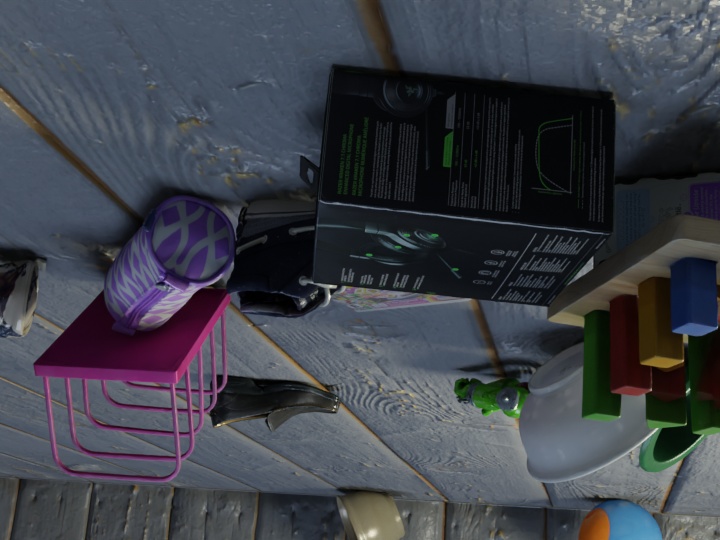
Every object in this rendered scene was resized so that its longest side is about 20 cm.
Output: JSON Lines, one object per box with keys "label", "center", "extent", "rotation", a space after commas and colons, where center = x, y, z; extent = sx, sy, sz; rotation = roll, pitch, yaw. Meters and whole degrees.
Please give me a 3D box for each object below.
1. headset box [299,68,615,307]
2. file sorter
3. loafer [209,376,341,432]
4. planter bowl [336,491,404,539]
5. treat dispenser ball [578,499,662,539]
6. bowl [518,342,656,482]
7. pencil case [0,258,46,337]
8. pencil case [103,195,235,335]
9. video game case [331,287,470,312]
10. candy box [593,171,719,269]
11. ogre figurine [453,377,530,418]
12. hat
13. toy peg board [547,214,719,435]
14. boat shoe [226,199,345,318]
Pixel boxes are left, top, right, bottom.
{"label": "headset box", "center": [0.055, -0.049, 0.739], "extent": [0.197, 0.094, 0.174], "rotation": [5, 162, -1]}
{"label": "file sorter", "center": [-0.220, 0.110, 1.090], "extent": [0.137, 0.127, 0.200], "rotation": [2, -159, 7]}
{"label": "loafer", "center": [-0.128, 0.206, 1.601], "extent": [0.197, 0.073, 0.073], "rotation": [4, 161, 1]}
{"label": "planter bowl", "center": [0.034, 0.665, 2.827], "extent": [0.133, 0.202, 0.200], "rotation": [-20, 166, -12]}
{"label": "treat dispenser ball", "center": [0.623, 0.653, 2.576], "extent": [0.198, 0.204, 0.201], "rotation": [4, 162, 1]}
{"label": "bowl", "center": [0.253, 0.144, 1.221], "extent": [0.091, 0.201, 0.200], "rotation": [55, 146, -7]}
{"label": "pencil case", "center": [-0.422, 0.021, 1.089], "extent": [0.197, 0.091, 0.078], "rotation": [4, 169, -5]}
{"label": "pencil case", "center": [-0.174, 0.000, 0.961], "extent": [0.083, 0.087, 0.200], "rotation": [18, 160, -18]}
{"label": "video game case", "center": [0.000, 0.000, 1.027], "extent": [0.142, 0.018, 0.199], "rotation": [-7, 158, 33]}
{"label": "candy box", "center": [0.291, -0.014, 0.824], "extent": [0.198, 0.073, 0.168], "rotation": [-4, 161, 23]}
{"label": "ogre figurine", "center": [0.229, 0.176, 1.396], "extent": [0.199, 0.099, 0.120], "rotation": [33, 173, -8]}
{"label": "hat", "center": [0.344, 0.135, 1.331], "extent": [0.164, 0.176, 0.202], "rotation": [0, 125, -43]}
{"label": "toy peg board", "center": [0.262, 0.054, 0.764], "extent": [0.197, 0.099, 0.199], "rotation": [8, 161, -13]}
{"label": "boat shoe", "center": [-0.015, -0.007, 0.864], "extent": [0.198, 0.094, 0.075], "rotation": [-4, 143, 24]}
